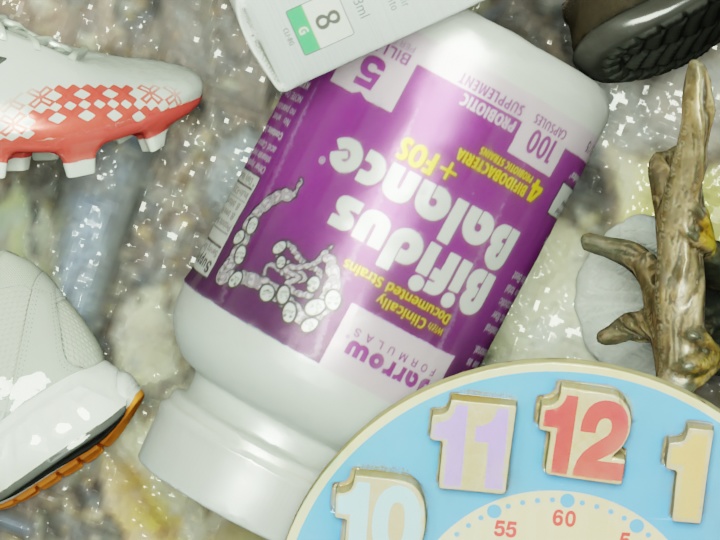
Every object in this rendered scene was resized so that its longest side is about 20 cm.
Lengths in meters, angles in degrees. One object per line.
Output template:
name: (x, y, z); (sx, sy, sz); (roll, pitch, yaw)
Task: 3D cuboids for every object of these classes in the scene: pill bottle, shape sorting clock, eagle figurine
pill bottle: (0.000, 0.000, 1.087); (0.112, 0.112, 0.200); (27, 91, 1)
shape sorting clock: (0.067, 0.128, 1.039); (0.199, 0.039, 0.201); (1, 101, 3)
eagle figurine: (0.190, 0.017, 1.092); (0.200, 0.151, 0.152); (3, 136, -27)

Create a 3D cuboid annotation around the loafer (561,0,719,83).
loafer: (0.142, -0.144, 1.096); (0.200, 0.073, 0.071); (-39, 80, -19)

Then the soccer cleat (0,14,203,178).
soccer cleat: (-0.153, -0.077, 1.087); (0.199, 0.069, 0.085); (-5, 100, -19)

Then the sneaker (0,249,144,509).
sneaker: (-0.186, 0.068, 1.118); (0.200, 0.076, 0.092); (-31, 82, -6)

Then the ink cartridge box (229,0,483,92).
ink cartridge box: (0.038, -0.156, 1.063); (0.200, 0.161, 0.050); (-26, 124, 3)
